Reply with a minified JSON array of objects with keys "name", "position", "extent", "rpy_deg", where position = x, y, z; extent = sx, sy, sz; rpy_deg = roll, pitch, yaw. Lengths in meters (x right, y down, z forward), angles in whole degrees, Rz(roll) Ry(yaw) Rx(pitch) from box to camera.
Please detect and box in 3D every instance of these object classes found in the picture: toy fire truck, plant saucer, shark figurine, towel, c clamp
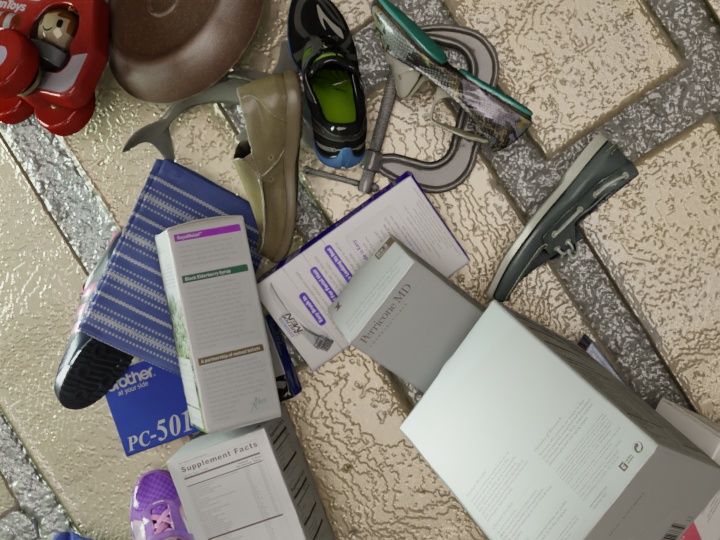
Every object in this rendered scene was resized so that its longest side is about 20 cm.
[{"name":"toy fire truck","position":[-0.340,-0.242,0.881],"extent":[0.199,0.112,0.169],"rpy_deg":[15,80,26]},{"name":"plant saucer","position":[-0.191,-0.270,0.869],"extent":[0.199,0.037,0.201],"rpy_deg":[-7,74,25]},{"name":"shark figurine","position":[-0.139,-0.178,0.884],"extent":[0.213,0.089,0.129],"rpy_deg":[-3,90,8]},{"name":"towel","position":[-0.185,0.000,0.885],"extent":[0.144,0.024,0.201],"rpy_deg":[27,77,-18]},{"name":"c clamp","position":[0.050,-0.167,0.892],"extent":[0.170,0.027,0.201],"rpy_deg":[21,96,5]}]

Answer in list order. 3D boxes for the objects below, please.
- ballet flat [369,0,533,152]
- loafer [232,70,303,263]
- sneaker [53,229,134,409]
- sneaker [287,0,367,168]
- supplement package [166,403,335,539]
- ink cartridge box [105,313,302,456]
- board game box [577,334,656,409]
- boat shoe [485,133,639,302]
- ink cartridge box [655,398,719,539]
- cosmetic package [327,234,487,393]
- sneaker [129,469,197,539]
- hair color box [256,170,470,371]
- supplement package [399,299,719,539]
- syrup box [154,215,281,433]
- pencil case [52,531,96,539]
[{"name":"ballet flat","position":[0.076,-0.186,0.847],"extent":[0.200,0.072,0.072],"rpy_deg":[37,97,-2]},{"name":"loafer","position":[-0.094,-0.103,0.856],"extent":[0.067,0.076,0.201],"rpy_deg":[3,115,-5]},{"name":"sneaker","position":[-0.274,0.048,0.913],"extent":[0.082,0.070,0.201],"rpy_deg":[19,76,37]},{"name":"sneaker","position":[-0.027,-0.201,0.851],"extent":[0.070,0.083,0.201],"rpy_deg":[-7,67,-12]},{"name":"supplement package","position":[-0.104,0.259,0.895],"extent":[0.113,0.110,0.201],"rpy_deg":[-19,92,6]},{"name":"ink cartridge box","position":[-0.173,0.123,0.928],"extent":[0.199,0.044,0.094],"rpy_deg":[-20,89,8]},{"name":"board game box","position":[0.248,0.179,0.874],"extent":[0.199,0.062,0.201],"rpy_deg":[19,96,5]},{"name":"boat shoe","position":[0.202,-0.042,0.860],"extent":[0.062,0.073,0.200],"rpy_deg":[37,92,7]},{"name":"ink cartridge box","position":[0.341,0.228,0.812],"extent":[0.199,0.084,0.145],"rpy_deg":[24,97,-27]},{"name":"cosmetic package","position":[0.077,0.065,0.836],"extent":[0.200,0.074,0.102],"rpy_deg":[34,98,-31]},{"name":"sneaker","position":[-0.195,0.285,0.878],"extent":[0.080,0.089,0.201],"rpy_deg":[-15,50,-11]},{"name":"hair color box","position":[0.000,0.000,0.883],"extent":[0.200,0.065,0.110],"rpy_deg":[-35,99,5]},{"name":"supplement package","position":[0.172,0.157,0.744],"extent":[0.152,0.150,0.200],"rpy_deg":[-55,44,11]},{"name":"syrup box","position":[-0.142,0.051,0.844],"extent":[0.081,0.079,0.201],"rpy_deg":[-10,91,-23]},{"name":"pencil case","position":[-0.258,0.344,0.932],"extent":[0.199,0.087,0.078],"rpy_deg":[12,78,5]}]
